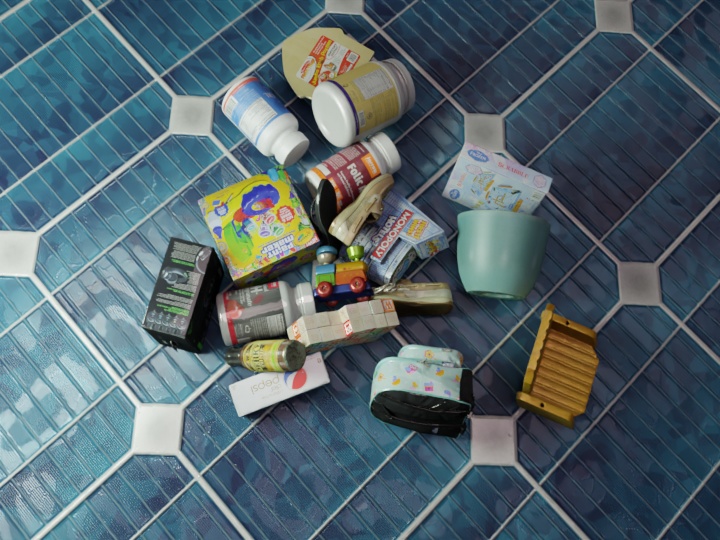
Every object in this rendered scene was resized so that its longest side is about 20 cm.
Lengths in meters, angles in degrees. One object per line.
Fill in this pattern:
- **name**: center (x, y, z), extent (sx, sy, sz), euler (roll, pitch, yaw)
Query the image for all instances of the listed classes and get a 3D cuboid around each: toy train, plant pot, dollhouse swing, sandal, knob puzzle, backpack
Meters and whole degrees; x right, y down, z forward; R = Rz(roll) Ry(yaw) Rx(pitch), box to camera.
- **toy train**: center (0.000, 0.000, 1.455), extent (0.197, 0.085, 0.118), euler (-8, 71, 8)
- **plant pot**: center (0.295, -0.026, 1.490), extent (0.197, 0.201, 0.164), euler (9, 84, -1)
- **dollhouse swing**: center (0.419, 0.191, 1.437), extent (0.179, 0.176, 0.202), euler (22, 72, 3)
- **sandal**: center (-0.080, -0.103, 1.487), extent (0.047, 0.203, 0.076), euler (12, 43, 21)
- **knob puzzle**: center (-0.095, -0.482, 1.637), extent (0.216, 0.030, 0.223), euler (1, 76, -2)
- **backpack**: center (0.117, 0.240, 1.403), extent (0.196, 0.177, 0.155), euler (3, 56, -2)

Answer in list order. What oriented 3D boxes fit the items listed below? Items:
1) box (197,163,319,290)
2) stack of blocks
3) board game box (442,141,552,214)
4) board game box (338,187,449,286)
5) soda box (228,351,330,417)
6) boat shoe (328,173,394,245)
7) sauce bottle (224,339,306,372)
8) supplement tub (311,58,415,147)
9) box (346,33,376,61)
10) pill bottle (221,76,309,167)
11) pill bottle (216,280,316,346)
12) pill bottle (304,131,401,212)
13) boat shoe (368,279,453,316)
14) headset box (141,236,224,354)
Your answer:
- **box**: center (-0.214, -0.087, 1.503), extent (0.198, 0.122, 0.195), euler (-25, 77, -11)
- **stack of blocks**: center (-0.035, 0.114, 1.421), extent (0.197, 0.115, 0.059), euler (-7, 72, -31)
- **board game box**: center (0.292, -0.181, 1.528), extent (0.197, 0.200, 0.042), euler (24, 71, 3)
- **board game box**: center (0.079, -0.067, 1.508), extent (0.198, 0.062, 0.201), euler (27, 71, 33)
- **soda box**: center (-0.165, 0.233, 1.435), extent (0.197, 0.064, 0.069), euler (-20, 83, -9)
- **boat shoe**: center (0.016, -0.128, 1.493), extent (0.064, 0.071, 0.200), euler (39, 65, 10)
- **sauce bottle**: center (-0.196, 0.173, 1.400), extent (0.064, 0.198, 0.066), euler (11, 75, -47)
- **supplement tub**: center (0.008, -0.374, 1.543), extent (0.199, 0.146, 0.146), euler (-30, 77, -25)
- **box**: center (-0.016, -0.446, 1.669), extent (0.156, 0.041, 0.200), euler (-41, 81, -14)
- **pill bottle**: center (-0.211, -0.332, 1.582), extent (0.112, 0.112, 0.200), euler (-42, 81, -15)
- **pill bottle**: center (-0.194, 0.084, 1.457), extent (0.197, 0.111, 0.112), euler (-11, 74, -8)
- **pill bottle**: center (-0.014, -0.217, 1.560), extent (0.199, 0.114, 0.115), euler (-34, 78, -12)
- **boat shoe**: center (0.101, 0.056, 1.514), extent (0.196, 0.074, 0.067), euler (4, 57, -2)
- **headset box**: center (-0.357, 0.062, 1.418), extent (0.091, 0.174, 0.203), euler (14, 72, 1)
